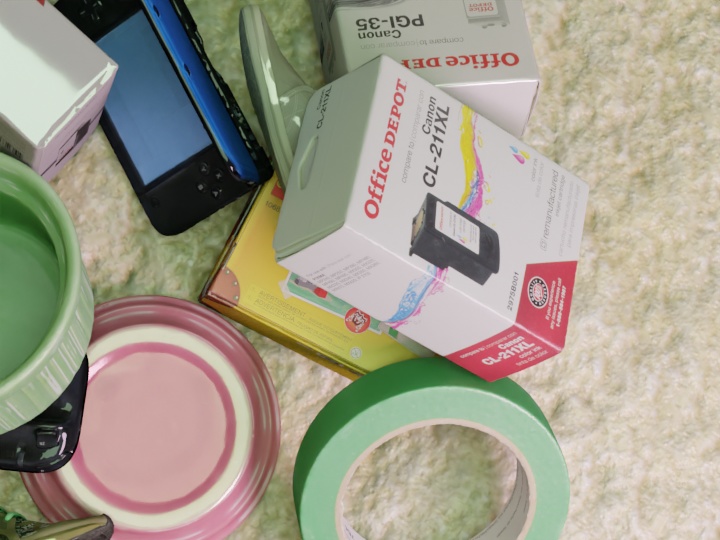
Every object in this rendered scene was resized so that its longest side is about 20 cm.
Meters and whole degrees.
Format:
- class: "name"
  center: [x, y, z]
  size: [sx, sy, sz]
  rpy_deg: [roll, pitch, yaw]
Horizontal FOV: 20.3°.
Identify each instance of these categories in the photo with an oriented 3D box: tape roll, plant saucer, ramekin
- class: "tape roll"
  center: [0.051, 0.162, 1.473]
  size: [0.200, 0.048, 0.201]
  rpy_deg: [-4, 116, -8]
- class: "plant saucer"
  center: [-0.156, 0.117, 1.488]
  size: [0.200, 0.051, 0.201]
  rpy_deg: [1, 85, -9]
- class: "ramekin"
  center: [-0.282, 0.022, 1.401]
  size: [0.200, 0.098, 0.200]
  rpy_deg: [-3, 68, 6]

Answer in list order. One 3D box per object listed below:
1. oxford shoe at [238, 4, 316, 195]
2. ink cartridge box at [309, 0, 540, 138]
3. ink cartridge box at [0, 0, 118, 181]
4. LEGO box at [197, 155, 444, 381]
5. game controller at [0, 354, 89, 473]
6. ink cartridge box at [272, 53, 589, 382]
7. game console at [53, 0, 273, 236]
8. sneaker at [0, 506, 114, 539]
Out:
- class: "oxford shoe"
  center: [-0.040, -0.097, 1.438]
  size: [0.058, 0.075, 0.200]
  rpy_deg: [-20, 92, -4]
- class: "ink cartridge box"
  center: [0.043, -0.195, 1.500]
  size: [0.146, 0.083, 0.200]
  rpy_deg: [-5, 62, -11]
- class: "ink cartridge box"
  center: [-0.257, -0.142, 1.421]
  size: [0.147, 0.200, 0.083]
  rpy_deg: [42, 76, -4]
- class: "LEGO box"
  center: [0.000, 0.000, 1.511]
  size: [0.200, 0.077, 0.149]
  rpy_deg: [28, 80, -6]
- class: "game controller"
  center: [-0.297, 0.087, 1.452]
  size: [0.200, 0.042, 0.104]
  rpy_deg: [5, 69, 8]
- class: "ink cartridge box"
  center: [0.052, -0.034, 1.393]
  size: [0.200, 0.083, 0.146]
  rpy_deg: [29, 57, -28]
- class: "game console"
  center: [-0.158, -0.130, 1.435]
  size: [0.118, 0.171, 0.200]
  rpy_deg: [-24, 87, -54]
- class: "sneaker"
  center: [-0.279, 0.185, 1.444]
  size: [0.200, 0.077, 0.089]
  rpy_deg: [-11, 70, 1]
